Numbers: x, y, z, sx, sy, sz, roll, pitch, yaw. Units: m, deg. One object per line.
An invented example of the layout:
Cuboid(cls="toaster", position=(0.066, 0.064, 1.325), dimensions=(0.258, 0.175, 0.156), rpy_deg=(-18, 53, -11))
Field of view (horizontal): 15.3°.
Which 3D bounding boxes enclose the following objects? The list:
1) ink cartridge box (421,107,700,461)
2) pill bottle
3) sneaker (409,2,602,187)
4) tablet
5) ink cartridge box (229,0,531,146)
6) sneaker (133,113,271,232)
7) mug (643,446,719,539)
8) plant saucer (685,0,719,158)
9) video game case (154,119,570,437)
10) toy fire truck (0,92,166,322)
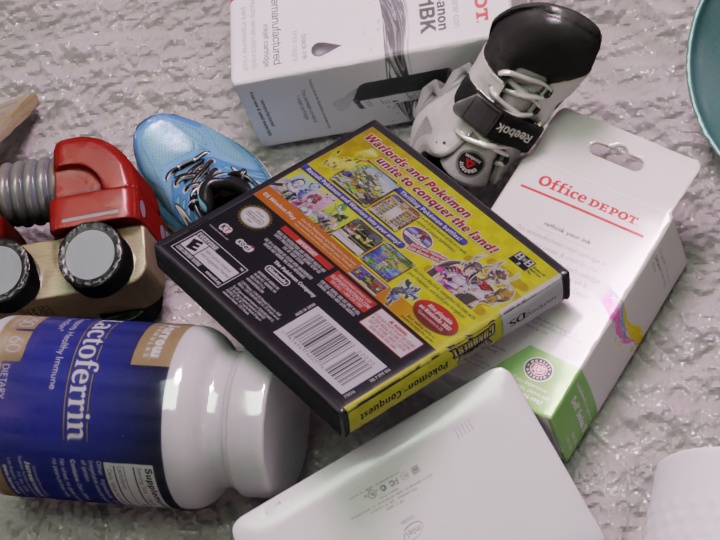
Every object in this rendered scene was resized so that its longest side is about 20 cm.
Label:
Cuboid(cls="ink cartridge box", position=(0.130, 0.006, 1.717), dimensions=(0.117, 0.067, 0.201), rpy_deg=(24, 71, 27))
Cuboid(cls="pill bottle", position=(-0.140, 0.091, 1.707), dimensions=(0.198, 0.116, 0.116), rpy_deg=(2, 61, 16))
Cuboid(cls="sneaker", position=(0.091, -0.099, 1.731), dimensions=(0.074, 0.200, 0.089), rpy_deg=(23, 59, -15))
Cuboid(cls="tablet", position=(0.035, 0.163, 1.641), dimensions=(0.199, 0.014, 0.131), rpy_deg=(-31, 87, 5))
Cuboid(cls="ink cartridge box", position=(0.015, -0.180, 1.847), dimensions=(0.198, 0.084, 0.145), rpy_deg=(-9, 58, 10))
Cuboid(cls="sneaker", position=(-0.087, -0.050, 1.796), dimensions=(0.078, 0.090, 0.200), rpy_deg=(-40, 56, -10))
Cuboid(cls="mug", position=(0.210, 0.210, 1.548), dimensions=(0.199, 0.147, 0.177), rpy_deg=(-10, 61, 46))
Cuboid(cls="plant saucer", position=(0.312, -0.136, 1.739), dimensions=(0.198, 0.036, 0.202), rpy_deg=(-3, 82, 18))
Cuboid(cls="video game case", position=(0.000, 0.000, 1.676), dimensions=(0.180, 0.026, 0.200), rpy_deg=(-31, 48, -24))
Cuboid(cls="toy fire truck", position=(-0.223, -0.052, 1.832), dimensions=(0.175, 0.129, 0.202), rpy_deg=(-10, 69, 11))
